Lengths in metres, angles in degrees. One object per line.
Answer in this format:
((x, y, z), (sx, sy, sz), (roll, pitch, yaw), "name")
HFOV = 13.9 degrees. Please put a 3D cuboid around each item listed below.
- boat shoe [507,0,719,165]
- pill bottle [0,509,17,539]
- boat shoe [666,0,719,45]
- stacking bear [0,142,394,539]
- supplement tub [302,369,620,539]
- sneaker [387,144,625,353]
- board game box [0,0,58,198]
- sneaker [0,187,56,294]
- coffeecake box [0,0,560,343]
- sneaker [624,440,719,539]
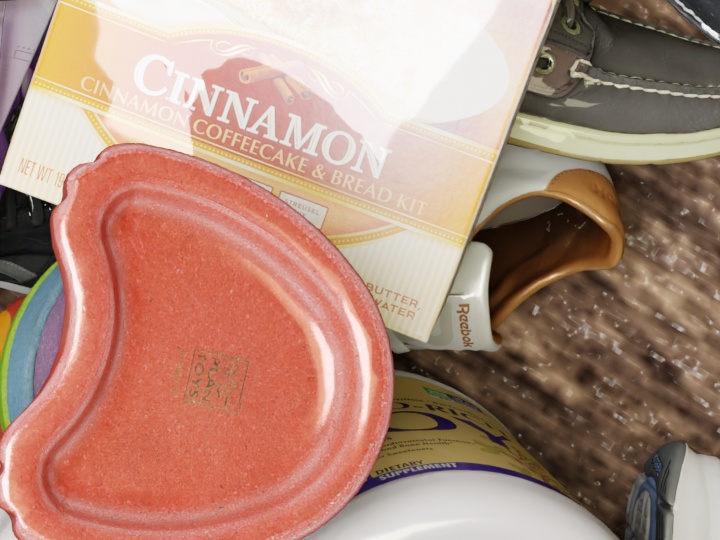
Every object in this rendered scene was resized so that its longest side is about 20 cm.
((0.049, -0.087, 1.049), (0.200, 0.072, 0.066), (10, 118, -4), "boat shoe")
((-0.185, 0.077, 1.046), (0.200, 0.111, 0.111), (35, 89, -4), "pill bottle")
((0.093, -0.140, 1.049), (0.200, 0.072, 0.068), (53, 52, -27), "boat shoe")
((-0.071, 0.038, 0.941), (0.114, 0.200, 0.122), (15, 81, -16), "stacking bear")
((0.010, 0.115, 1.004), (0.145, 0.200, 0.146), (-3, 103, -13), "supplement tub")
((0.000, 0.000, 1.054), (0.200, 0.085, 0.073), (-22, 134, -7), "sneaker")
((-0.171, -0.066, 1.017), (0.120, 0.032, 0.200), (8, 54, 13), "board game box")
((-0.130, -0.024, 1.058), (0.200, 0.088, 0.076), (-1, 92, -4), "sneaker")
((-0.012, -0.100, 0.977), (0.153, 0.073, 0.200), (20, 102, 2), "coffeecake box")
((0.141, 0.165, 1.092), (0.087, 0.075, 0.200), (3, 92, -9), "sneaker")
